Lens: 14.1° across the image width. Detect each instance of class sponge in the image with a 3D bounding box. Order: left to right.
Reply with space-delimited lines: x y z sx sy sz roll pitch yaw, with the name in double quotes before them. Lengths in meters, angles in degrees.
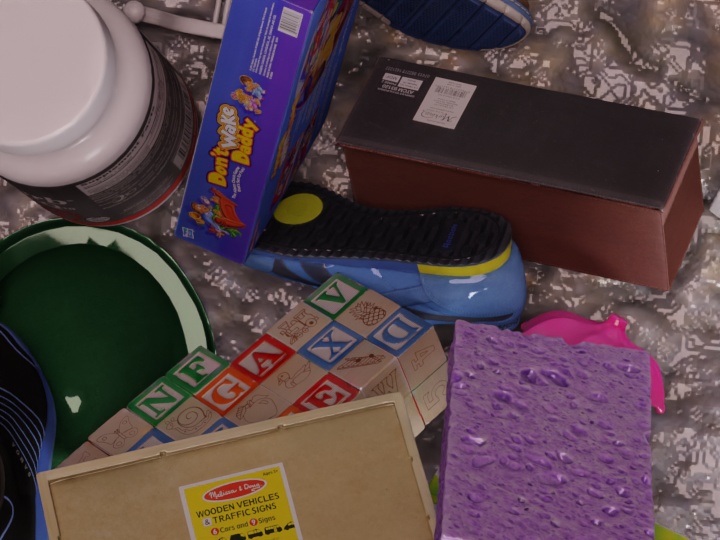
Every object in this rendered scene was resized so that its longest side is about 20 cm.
"sponge" 0.097 0.099 1.523 0.111 0.200 0.030 11 122 -2

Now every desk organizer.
"desk organizer" 0.094 -0.055 1.681 0.200 0.077 0.072 13 54 20

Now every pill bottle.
"pill bottle" -0.166 -0.097 1.637 0.116 0.200 0.116 -2 80 9

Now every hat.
"hat" -0.172 0.064 1.644 0.166 0.176 0.200 -19 86 5

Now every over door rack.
"over door rack" -0.145 -0.219 1.715 0.200 0.067 0.148 10 87 5

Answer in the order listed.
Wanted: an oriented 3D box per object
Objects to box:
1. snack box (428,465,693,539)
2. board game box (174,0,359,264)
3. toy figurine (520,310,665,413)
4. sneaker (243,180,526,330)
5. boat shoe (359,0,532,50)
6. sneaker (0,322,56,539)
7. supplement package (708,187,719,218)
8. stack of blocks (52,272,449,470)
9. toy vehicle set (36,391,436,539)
"snack box" 0.107 0.189 1.522 0.200 0.053 0.142 25 67 19
"board game box" -0.043 -0.119 1.616 0.045 0.200 0.135 23 46 5
"toy figurine" 0.110 0.117 1.666 0.200 0.150 0.184 -12 71 28
"sneaker" 0.000 0.000 1.691 0.200 0.078 0.066 9 44 21
"boat shoe" 0.016 -0.195 1.686 0.200 0.072 0.072 25 60 -19
"sneaker" -0.208 0.090 1.570 0.070 0.078 0.200 -20 47 7
"supplement package" 0.311 -0.021 1.647 0.200 0.110 0.114 39 90 6
"stack of blocks" -0.057 0.091 1.614 0.200 0.059 0.115 -41 43 -20
"toy vehicle set" -0.059 0.143 1.511 0.200 0.027 0.124 -12 62 -5
